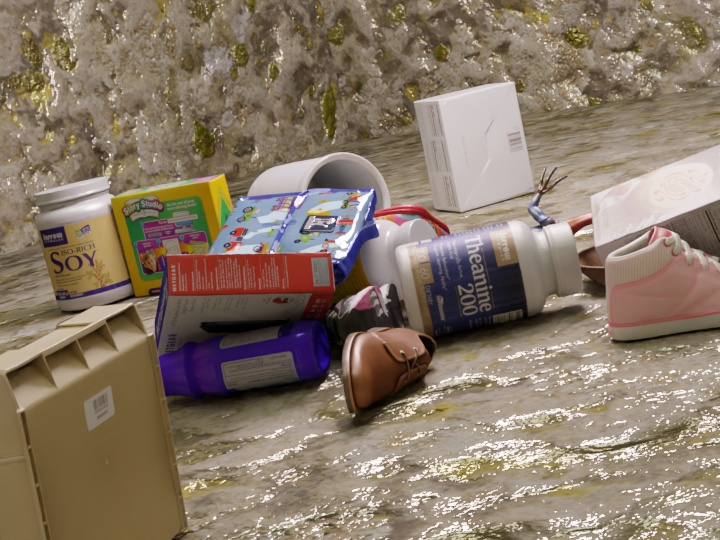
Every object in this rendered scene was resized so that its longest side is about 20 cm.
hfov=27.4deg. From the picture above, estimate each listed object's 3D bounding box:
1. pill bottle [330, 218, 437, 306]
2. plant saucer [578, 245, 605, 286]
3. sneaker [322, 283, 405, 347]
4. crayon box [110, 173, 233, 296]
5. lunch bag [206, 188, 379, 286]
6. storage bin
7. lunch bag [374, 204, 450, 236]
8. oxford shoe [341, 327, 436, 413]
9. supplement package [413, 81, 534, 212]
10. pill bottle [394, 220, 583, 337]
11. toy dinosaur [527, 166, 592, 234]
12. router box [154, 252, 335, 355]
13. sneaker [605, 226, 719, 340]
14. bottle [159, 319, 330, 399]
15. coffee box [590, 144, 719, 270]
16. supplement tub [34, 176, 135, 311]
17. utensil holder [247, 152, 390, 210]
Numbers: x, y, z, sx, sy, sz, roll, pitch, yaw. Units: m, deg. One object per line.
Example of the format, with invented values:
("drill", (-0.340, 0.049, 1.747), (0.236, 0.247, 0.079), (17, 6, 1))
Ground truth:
("pill bottle", (0.000, 0.000, 1.823), (0.200, 0.105, 0.104), (-19, 5, 33))
("plant saucer", (0.352, -0.015, 1.749), (0.200, 0.037, 0.200), (-13, 10, 2))
("sneaker", (-0.006, 0.065, 1.680), (0.086, 0.081, 0.200), (-16, -3, 11))
("crayon box", (-0.295, -0.056, 2.407), (0.200, 0.173, 0.058), (-7, 11, 28))
("lunch bag", (-0.068, -0.027, 1.758), (0.200, 0.094, 0.151), (-10, 33, 25))
("storage bin", (-0.228, 0.146, 1.108), (0.093, 0.199, 0.200), (-5, 12, 22))
("lunch bag", (0.010, -0.027, 1.953), (0.199, 0.082, 0.176), (-10, -16, 21))
("oxford shoe", (0.029, 0.091, 1.471), (0.071, 0.072, 0.200), (-4, 11, 18))
("supplement package", (0.202, -0.221, 2.623), (0.155, 0.201, 0.111), (-16, 11, -21))
("pill bottle", (0.145, 0.006, 1.670), (0.199, 0.111, 0.111), (-12, 10, 2))
("toy dinosaur", (0.228, -0.024, 1.837), (0.181, 0.105, 0.200), (-11, 42, 38))
("router box", (-0.133, 0.041, 1.641), (0.179, 0.049, 0.200), (-1, -22, -12))
("sneaker", (0.339, 0.002, 1.473), (0.200, 0.105, 0.075), (-10, 8, 8))
("bottle", (-0.136, 0.102, 1.622), (0.199, 0.065, 0.084), (-11, 3, 11))
("coffee box", (0.351, -0.059, 1.556), (0.200, 0.080, 0.114), (-22, 28, 18))
("supplement tub", (-0.459, -0.045, 2.467), (0.145, 0.201, 0.145), (-14, 9, 2))
("utensil holder", (-0.075, -0.099, 2.399), (0.170, 0.170, 0.200), (-19, 9, -32))
